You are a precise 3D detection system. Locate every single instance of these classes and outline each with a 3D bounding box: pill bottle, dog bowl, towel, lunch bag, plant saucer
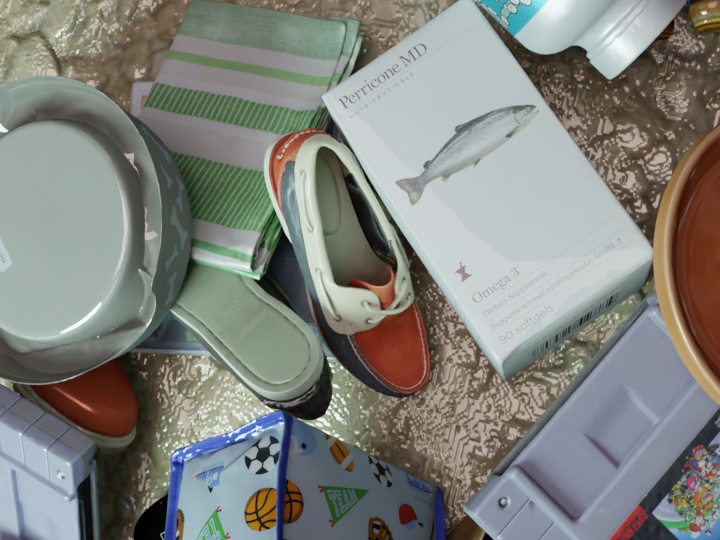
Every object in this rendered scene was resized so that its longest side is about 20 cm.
[{"bbox_3d":[0.102,-0.209,0.773,0.200,0.111,0.111,42,98,-3],"label":"pill bottle"},{"bbox_3d":[-0.200,-0.025,0.855,0.198,0.059,0.202,-1,87,25],"label":"dog bowl"},{"bbox_3d":[-0.095,-0.099,0.896,0.151,0.023,0.201,12,69,25],"label":"towel"},{"bbox_3d":[-0.035,0.214,0.779,0.123,0.169,0.202,-26,52,34],"label":"lunch bag"},{"bbox_3d":[0.262,0.000,0.769,0.198,0.032,0.203,3,80,-17],"label":"plant saucer"}]

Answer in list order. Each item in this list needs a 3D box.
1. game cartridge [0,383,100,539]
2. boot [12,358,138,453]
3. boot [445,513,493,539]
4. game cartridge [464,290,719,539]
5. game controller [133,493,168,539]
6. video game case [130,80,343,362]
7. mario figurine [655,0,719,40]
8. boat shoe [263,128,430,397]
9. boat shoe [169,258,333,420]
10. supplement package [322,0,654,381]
[{"bbox_3d":[-0.239,0.159,0.893,0.129,0.038,0.201,23,136,15],"label":"game cartridge"},{"bbox_3d":[-0.209,0.031,0.921,0.107,0.075,0.201,-45,72,29],"label":"boot"},{"bbox_3d":[0.075,0.197,0.835,0.073,0.075,0.201,32,96,15],"label":"boot"},{"bbox_3d":[0.174,0.114,0.777,0.130,0.038,0.200,43,82,-3],"label":"game cartridge"},{"bbox_3d":[-0.084,0.242,0.898,0.104,0.042,0.201,-33,76,12],"label":"game controller"},{"bbox_3d":[-0.088,-0.038,0.931,0.180,0.023,0.202,1,86,18],"label":"video game case"},{"bbox_3d":[0.188,-0.253,0.816,0.122,0.106,0.202,-5,90,-8],"label":"mario figurine"},{"bbox_3d":[0.000,0.000,0.839,0.071,0.062,0.201,-32,110,-22],"label":"boat shoe"},{"bbox_3d":[-0.089,0.026,0.877,0.072,0.061,0.201,-37,55,-8],"label":"boat shoe"},{"bbox_3d":[0.081,-0.048,0.822,0.116,0.117,0.201,-34,76,1],"label":"supplement package"}]
